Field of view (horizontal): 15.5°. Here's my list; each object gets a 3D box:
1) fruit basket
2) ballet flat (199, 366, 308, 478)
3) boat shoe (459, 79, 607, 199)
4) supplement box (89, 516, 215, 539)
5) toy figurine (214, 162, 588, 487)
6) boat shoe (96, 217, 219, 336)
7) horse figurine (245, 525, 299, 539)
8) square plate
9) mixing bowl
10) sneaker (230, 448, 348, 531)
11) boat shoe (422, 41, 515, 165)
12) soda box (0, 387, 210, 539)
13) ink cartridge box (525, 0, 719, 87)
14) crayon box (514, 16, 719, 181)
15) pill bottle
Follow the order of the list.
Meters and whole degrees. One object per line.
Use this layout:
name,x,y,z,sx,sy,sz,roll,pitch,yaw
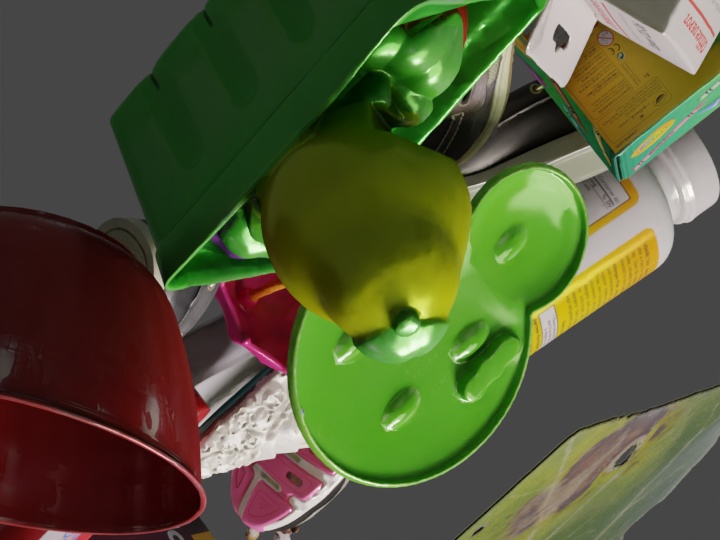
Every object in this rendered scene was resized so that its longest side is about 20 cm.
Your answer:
fruit basket,0.000,-0.050,1.227,0.216,0.216,0.155,-47,162,29
ballet flat,-0.025,0.063,1.577,0.200,0.072,0.072,-46,165,-8
boat shoe,0.059,-0.066,1.549,0.200,0.061,0.072,-19,162,-1
supplement box,-0.163,0.240,1.835,0.086,0.111,0.200,-44,163,21
toy figurine,0.000,0.000,1.443,0.200,0.184,0.150,-44,123,-13
boat shoe,-0.138,0.047,1.425,0.067,0.072,0.200,-13,149,-48
horse figurine,-0.026,0.105,1.793,0.201,0.050,0.133,-60,175,-23
square plate,-0.092,0.080,1.697,0.199,0.029,0.198,-25,159,-38
mixing bowl,-0.158,0.039,1.216,0.200,0.198,0.109,95,6,-69
sneaker,0.000,0.087,1.653,0.200,0.074,0.087,-53,150,-4
boat shoe,0.044,-0.123,1.369,0.066,0.072,0.201,-21,152,-31
soda box,-0.182,0.125,1.564,0.200,0.064,0.070,-47,162,26
ink cartridge box,0.168,-0.177,1.370,0.201,0.067,0.116,-60,163,3
crayon box,0.186,-0.160,1.472,0.200,0.119,0.058,-37,164,-1
pill bottle,0.134,-0.027,1.741,0.199,0.113,0.113,-34,164,-15
